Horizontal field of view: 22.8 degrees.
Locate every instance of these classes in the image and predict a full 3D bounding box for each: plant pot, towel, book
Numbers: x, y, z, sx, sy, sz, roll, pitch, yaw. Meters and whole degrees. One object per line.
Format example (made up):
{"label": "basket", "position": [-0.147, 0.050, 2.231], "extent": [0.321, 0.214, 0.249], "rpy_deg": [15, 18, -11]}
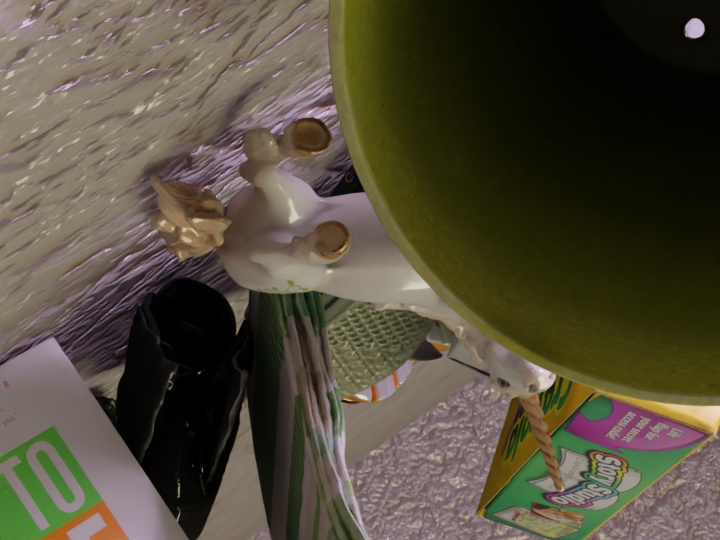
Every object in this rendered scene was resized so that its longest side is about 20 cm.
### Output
{"label": "plant pot", "position": [0.103, -0.085, 0.520], "extent": [0.187, 0.187, 0.200], "rpy_deg": [-40, -174, 21]}
{"label": "towel", "position": [-0.021, 0.090, 0.737], "extent": [0.023, 0.200, 0.153], "rpy_deg": [-6, 137, -12]}
{"label": "book", "position": [-0.119, 0.143, 0.676], "extent": [0.134, 0.200, 0.048], "rpy_deg": [-31, 173, -40]}

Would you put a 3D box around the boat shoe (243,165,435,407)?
{"label": "boat shoe", "position": [0.000, 0.000, 0.837], "extent": [0.075, 0.062, 0.200], "rpy_deg": [5, 140, -31]}

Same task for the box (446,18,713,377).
{"label": "box", "position": [0.101, -0.059, 0.738], "extent": [0.200, 0.041, 0.156], "rpy_deg": [113, 0, -61]}

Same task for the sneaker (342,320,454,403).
{"label": "sneaker", "position": [0.012, 0.031, 1.138], "extent": [0.077, 0.078, 0.200], "rpy_deg": [-17, -174, 35]}

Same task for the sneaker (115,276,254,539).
{"label": "sneaker", "position": [-0.075, 0.047, 0.786], "extent": [0.200, 0.060, 0.104], "rpy_deg": [-94, -162, -68]}

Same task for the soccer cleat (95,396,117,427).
{"label": "soccer cleat", "position": [-0.151, 0.101, 0.857], "extent": [0.073, 0.068, 0.200], "rpy_deg": [-14, 177, 2]}

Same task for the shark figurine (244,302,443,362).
{"label": "shark figurine", "position": [0.034, -0.001, 0.957], "extent": [0.214, 0.090, 0.128], "rpy_deg": [-33, 173, -15]}

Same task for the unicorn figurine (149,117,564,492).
{"label": "unicorn figurine", "position": [0.019, -0.002, 0.662], "extent": [0.137, 0.200, 0.074], "rpy_deg": [128, -16, -68]}

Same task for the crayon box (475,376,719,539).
{"label": "crayon box", "position": [0.122, 0.017, 0.806], "extent": [0.200, 0.058, 0.173], "rpy_deg": [114, -2, -66]}
